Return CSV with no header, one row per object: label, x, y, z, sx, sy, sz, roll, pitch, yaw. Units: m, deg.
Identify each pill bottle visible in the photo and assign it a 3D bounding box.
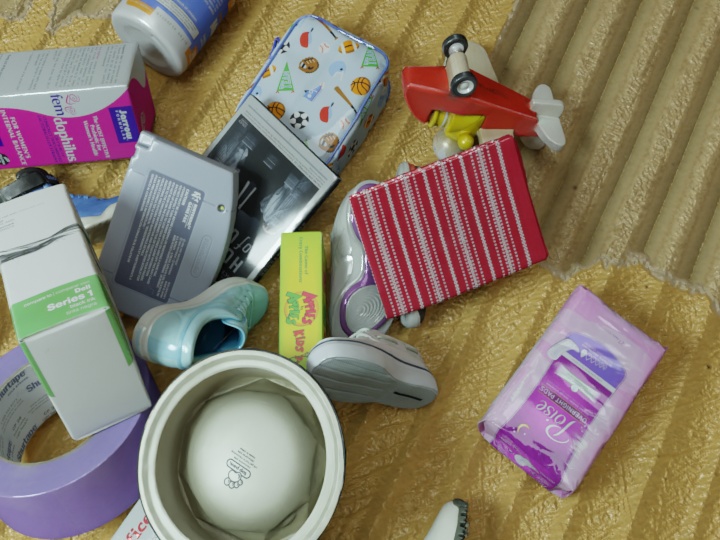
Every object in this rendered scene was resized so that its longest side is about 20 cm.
pill bottle,-0.219,-0.362,1.025,0.111,0.112,0.202,29,73,10

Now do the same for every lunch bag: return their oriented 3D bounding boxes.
lunch bag,-0.060,-0.215,0.992,0.158,0.076,0.202,28,74,12

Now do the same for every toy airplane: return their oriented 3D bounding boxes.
toy airplane,0.147,-0.180,0.959,0.200,0.141,0.200,48,42,2

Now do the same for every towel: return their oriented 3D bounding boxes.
towel,0.098,-0.047,0.863,0.196,0.022,0.147,-20,100,-4

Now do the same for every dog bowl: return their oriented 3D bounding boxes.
dog bowl,-0.105,0.180,0.752,0.196,0.074,0.205,-2,76,7

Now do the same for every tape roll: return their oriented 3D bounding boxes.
tape roll,-0.301,0.161,0.816,0.195,0.086,0.202,-4,46,4

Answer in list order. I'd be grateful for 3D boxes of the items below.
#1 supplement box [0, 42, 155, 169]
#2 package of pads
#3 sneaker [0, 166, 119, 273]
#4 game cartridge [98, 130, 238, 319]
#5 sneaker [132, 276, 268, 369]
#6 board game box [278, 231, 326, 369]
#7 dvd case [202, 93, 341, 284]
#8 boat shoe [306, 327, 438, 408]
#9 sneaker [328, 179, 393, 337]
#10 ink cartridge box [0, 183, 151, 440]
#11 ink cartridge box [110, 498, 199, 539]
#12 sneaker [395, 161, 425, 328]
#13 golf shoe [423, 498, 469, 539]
supplement box,-0.358,-0.198,0.958,0.195,0.102,0.105,-6,44,-2
package of pads,0.230,0.129,0.867,0.120,0.076,0.201,36,75,15
sneaker,-0.350,-0.083,0.945,0.197,0.077,0.113,-22,81,0
game cartridge,-0.215,-0.037,0.895,0.131,0.041,0.203,24,104,1
sneaker,-0.142,0.063,0.830,0.081,0.199,0.075,17,112,24
board game box,-0.061,0.071,0.875,0.046,0.102,0.204,-1,71,1
dvd case,-0.138,-0.079,0.930,0.150,0.025,0.201,43,97,12
boat shoe,0.007,0.097,0.836,0.073,0.199,0.068,-33,55,20
sneaker,0.000,0.000,0.922,0.073,0.099,0.205,7,92,-17
ink cartridge box,-0.284,0.034,0.772,0.083,0.148,0.201,-22,47,-15
ink cartridge box,-0.145,0.297,0.806,0.198,0.083,0.147,33,74,11
sneaker,0.079,-0.033,0.928,0.080,0.077,0.204,4,73,-8
golf shoe,0.049,0.317,0.804,0.087,0.077,0.202,22,72,16
